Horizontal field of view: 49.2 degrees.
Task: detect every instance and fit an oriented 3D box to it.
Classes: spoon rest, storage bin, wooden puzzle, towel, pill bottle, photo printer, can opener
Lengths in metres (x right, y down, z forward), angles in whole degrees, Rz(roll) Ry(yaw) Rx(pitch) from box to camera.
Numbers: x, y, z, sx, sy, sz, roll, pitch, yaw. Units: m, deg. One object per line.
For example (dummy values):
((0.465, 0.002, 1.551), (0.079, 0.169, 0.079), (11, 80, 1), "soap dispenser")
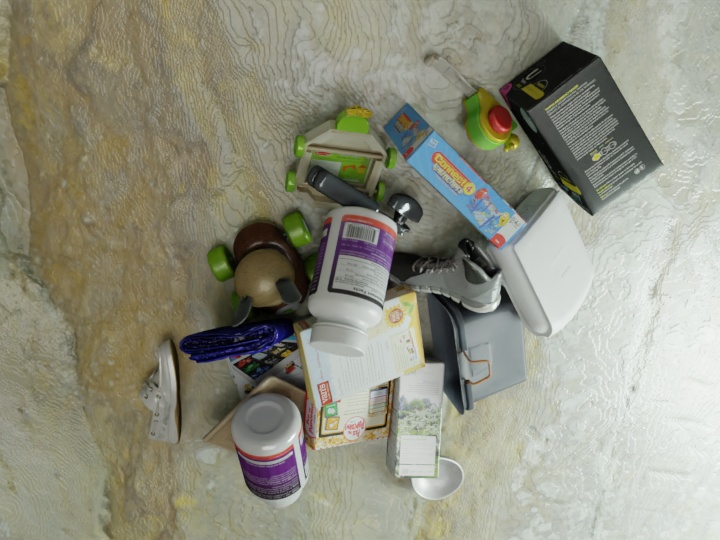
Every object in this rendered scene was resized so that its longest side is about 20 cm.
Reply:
((0.116, 0.352, 1.447), (0.099, 0.061, 0.200), (-34, 112, 9), "spoon rest")
((0.205, 0.124, 1.323), (0.133, 0.146, 0.201), (-16, 115, -11), "storage bin")
((-0.145, 0.260, 1.362), (0.199, 0.046, 0.185), (29, 118, -36), "wooden puzzle")
((-0.180, 0.108, 1.207), (0.146, 0.200, 0.050), (-8, 89, 3), "towel")
((-0.144, 0.302, 1.290), (0.111, 0.113, 0.201), (-7, 133, -3), "pill bottle")
((-0.015, 0.019, 1.147), (0.111, 0.111, 0.202), (15, 72, -13), "pill bottle")
((0.298, -0.006, 1.267), (0.166, 0.069, 0.201), (-45, 118, -31), "photo printer")
((0.013, -0.113, 1.187), (0.199, 0.053, 0.067), (29, 96, -36), "can opener")

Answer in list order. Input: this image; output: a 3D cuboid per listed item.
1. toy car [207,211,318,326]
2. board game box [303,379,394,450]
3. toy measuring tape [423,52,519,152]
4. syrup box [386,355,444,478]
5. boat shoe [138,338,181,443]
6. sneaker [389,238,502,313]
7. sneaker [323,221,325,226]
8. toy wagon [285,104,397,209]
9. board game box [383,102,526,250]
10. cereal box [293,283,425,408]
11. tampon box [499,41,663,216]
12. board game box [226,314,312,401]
((-0.137, 0.024, 1.197), (0.163, 0.200, 0.159), (-24, 114, 5), "toy car")
((-0.016, 0.191, 1.319), (0.150, 0.046, 0.202), (-2, 103, -31), "board game box")
((0.167, -0.241, 1.184), (0.199, 0.074, 0.074), (36, 105, -22), "toy measuring tape")
((0.093, 0.248, 1.354), (0.078, 0.081, 0.202), (3, 90, -8), "syrup box")
((-0.340, 0.208, 1.325), (0.069, 0.071, 0.202), (1, 115, -9), "boat shoe")
((0.134, -0.015, 1.241), (0.199, 0.075, 0.116), (18, 138, 13), "sneaker")
((0.000, 0.000, 1.263), (0.073, 0.088, 0.201), (-20, 116, 1), "sneaker")
((-0.025, -0.170, 1.172), (0.154, 0.040, 0.201), (5, 136, -16), "toy wagon")
((0.134, -0.143, 1.156), (0.196, 0.200, 0.056), (41, 102, -21), "board game box")
((0.001, 0.119, 1.242), (0.199, 0.040, 0.145), (-18, 117, -17), "cereal box")
((0.324, -0.213, 1.174), (0.126, 0.150, 0.200), (-36, 112, 9), "tampon box")
((-0.122, 0.151, 1.345), (0.198, 0.035, 0.127), (-15, 115, 0), "board game box")
